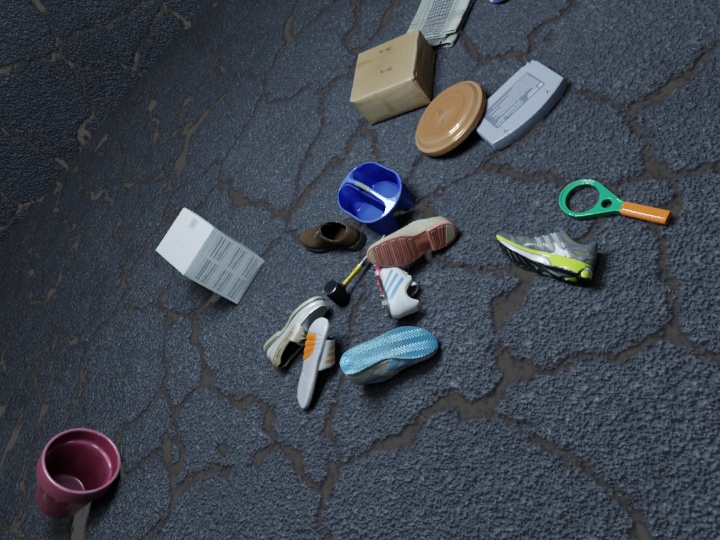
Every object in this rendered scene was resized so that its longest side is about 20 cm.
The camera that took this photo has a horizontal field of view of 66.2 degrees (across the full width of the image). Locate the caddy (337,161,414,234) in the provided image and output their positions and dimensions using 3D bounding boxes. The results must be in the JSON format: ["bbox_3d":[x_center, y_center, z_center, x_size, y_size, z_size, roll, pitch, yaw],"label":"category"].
[{"bbox_3d":[0.031,-0.177,1.316,0.200,0.105,0.142,35,90,44],"label":"caddy"}]

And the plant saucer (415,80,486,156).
[{"bbox_3d":[0.206,-0.364,1.310,0.200,0.032,0.202,-32,41,33],"label":"plant saucer"}]

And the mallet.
[{"bbox_3d":[0.000,0.000,1.295,0.200,0.066,0.041,-44,46,-11],"label":"mallet"}]

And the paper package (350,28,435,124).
[{"bbox_3d":[0.089,-0.511,1.465,0.199,0.103,0.192,-11,58,35],"label":"paper package"}]

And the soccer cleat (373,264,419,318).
[{"bbox_3d":[0.078,0.024,1.204,0.085,0.070,0.201,-10,45,-1],"label":"soccer cleat"}]

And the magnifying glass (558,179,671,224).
[{"bbox_3d":[0.458,-0.118,1.007,0.199,0.022,0.080,24,81,46],"label":"magnifying glass"}]

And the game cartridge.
[{"bbox_3d":[0.347,-0.364,1.223,0.200,0.041,0.133,-42,43,12],"label":"game cartridge"}]

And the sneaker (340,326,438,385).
[{"bbox_3d":[0.062,0.174,1.117,0.198,0.081,0.077,-17,52,7],"label":"sneaker"}]

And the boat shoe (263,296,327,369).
[{"bbox_3d":[-0.142,0.149,1.298,0.200,0.075,0.069,-48,52,16],"label":"boat shoe"}]

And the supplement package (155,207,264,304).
[{"bbox_3d":[-0.412,-0.040,1.524,0.191,0.200,0.148,30,85,43],"label":"supplement package"}]

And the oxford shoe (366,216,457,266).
[{"bbox_3d":[0.106,-0.064,1.199,0.198,0.071,0.074,-16,29,-3],"label":"oxford shoe"}]

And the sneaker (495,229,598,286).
[{"bbox_3d":[0.344,-0.038,1.023,0.199,0.074,0.081,25,75,36],"label":"sneaker"}]

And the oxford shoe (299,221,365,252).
[{"bbox_3d":[-0.086,-0.094,1.379,0.199,0.084,0.073,-2,66,39],"label":"oxford shoe"}]

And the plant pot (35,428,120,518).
[{"bbox_3d":[-0.779,0.561,1.491,0.179,0.199,0.201,-53,44,23],"label":"plant pot"}]

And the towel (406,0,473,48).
[{"bbox_3d":[0.211,-0.696,1.522,0.192,0.034,0.201,15,76,42],"label":"towel"}]

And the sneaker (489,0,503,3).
[{"bbox_3d":[0.345,-0.781,1.428,0.075,0.088,0.202,-17,58,28],"label":"sneaker"}]

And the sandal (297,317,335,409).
[{"bbox_3d":[-0.092,0.207,1.236,0.079,0.059,0.209,25,103,60],"label":"sandal"}]
